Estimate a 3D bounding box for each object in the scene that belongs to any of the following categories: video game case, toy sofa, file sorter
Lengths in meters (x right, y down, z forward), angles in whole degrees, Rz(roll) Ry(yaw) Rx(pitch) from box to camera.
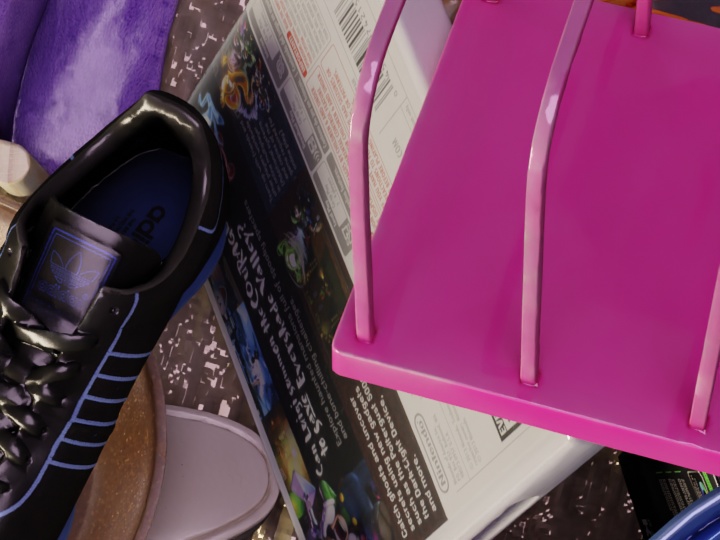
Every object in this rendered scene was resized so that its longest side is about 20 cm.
[{"bbox_3d":[0.000,0.000,0.747,0.023,0.182,0.200,-11,68,-30],"label":"video game case"},{"bbox_3d":[-0.106,-0.124,0.820,0.098,0.083,0.200,14,84,1],"label":"toy sofa"},{"bbox_3d":[0.106,-0.036,0.588,0.200,0.125,0.139,14,59,11],"label":"file sorter"}]

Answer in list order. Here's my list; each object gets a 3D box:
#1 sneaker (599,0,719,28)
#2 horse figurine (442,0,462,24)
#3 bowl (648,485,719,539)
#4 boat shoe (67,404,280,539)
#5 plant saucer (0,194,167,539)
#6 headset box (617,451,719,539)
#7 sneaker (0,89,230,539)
[{"bbox_3d":[0.078,-0.076,0.728,0.112,0.078,0.200,54,40,-23],"label":"sneaker"},{"bbox_3d":[0.027,-0.059,0.815,0.050,0.132,0.200,7,82,-43],"label":"horse figurine"},{"bbox_3d":[0.148,0.145,0.623,0.200,0.039,0.201,0,87,2],"label":"bowl"},{"bbox_3d":[-0.128,0.093,0.819,0.200,0.057,0.067,-10,67,-7],"label":"boat shoe"},{"bbox_3d":[-0.166,0.064,0.779,0.200,0.037,0.201,1,66,-2],"label":"plant saucer"},{"bbox_3d":[0.169,0.124,0.744,0.093,0.200,0.174,-20,86,-4],"label":"headset box"},{"bbox_3d":[-0.106,0.029,0.734,0.070,0.078,0.200,25,67,9],"label":"sneaker"}]
